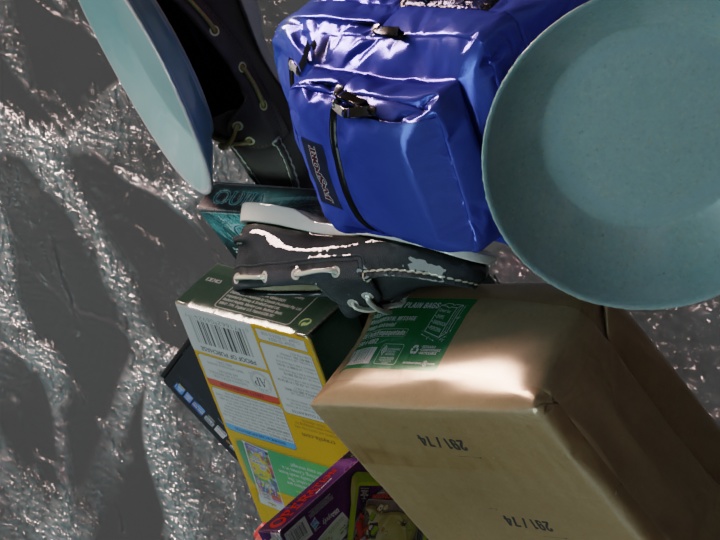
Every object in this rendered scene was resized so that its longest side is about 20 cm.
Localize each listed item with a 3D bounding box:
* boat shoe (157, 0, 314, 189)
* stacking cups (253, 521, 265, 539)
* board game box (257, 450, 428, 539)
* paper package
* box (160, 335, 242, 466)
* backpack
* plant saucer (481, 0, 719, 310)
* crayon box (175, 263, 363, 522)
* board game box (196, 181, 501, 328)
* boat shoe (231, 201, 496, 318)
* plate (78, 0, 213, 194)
[{"bbox_3d":[-0.084,-0.117,1.836,0.072,0.061,0.201,-1,121,49],"label":"boat shoe"},{"bbox_3d":[-0.002,0.260,2.093,0.200,0.060,0.061,45,145,8],"label":"stacking cups"},{"bbox_3d":[0.028,0.164,1.848,0.032,0.200,0.120,-6,116,52],"label":"board game box"},{"bbox_3d":[0.106,0.101,1.732,0.200,0.104,0.191,-1,137,47],"label":"paper package"},{"bbox_3d":[-0.040,0.105,2.007,0.200,0.044,0.160,47,145,4],"label":"box"},{"bbox_3d":[0.037,-0.101,1.629,0.200,0.168,0.163,17,128,48],"label":"backpack"},{"bbox_3d":[0.164,-0.074,1.543,0.039,0.201,0.201,-101,-7,-62],"label":"plant saucer"},{"bbox_3d":[-0.039,0.097,1.907,0.126,0.052,0.200,14,134,40],"label":"crayon box"},{"bbox_3d":[0.001,-0.001,1.839,0.200,0.028,0.135,6,143,41],"label":"board game box"},{"bbox_3d":[0.000,0.000,1.719,0.200,0.076,0.060,9,86,47],"label":"boat shoe"},{"bbox_3d":[-0.139,-0.142,1.802,0.200,0.026,0.200,56,169,17],"label":"plate"}]
